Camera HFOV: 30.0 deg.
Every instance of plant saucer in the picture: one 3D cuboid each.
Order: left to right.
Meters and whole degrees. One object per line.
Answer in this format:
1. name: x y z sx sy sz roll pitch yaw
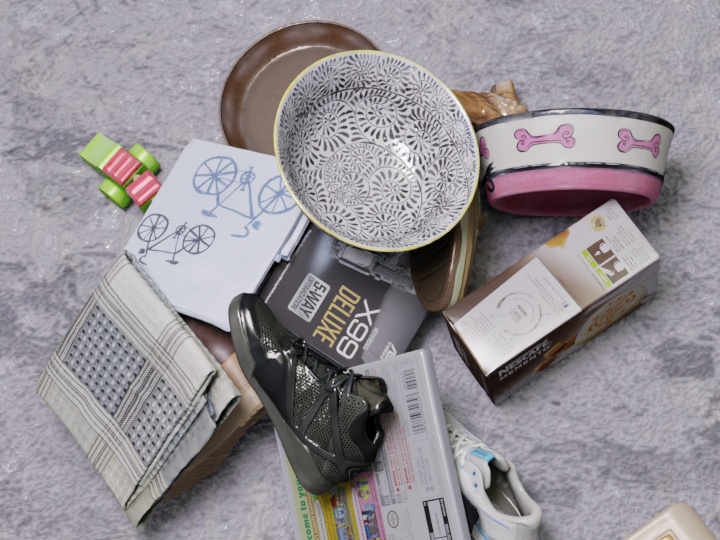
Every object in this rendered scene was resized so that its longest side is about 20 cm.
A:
1. plant saucer: -0.058 -0.183 1.488 0.198 0.032 0.202 -4 69 10

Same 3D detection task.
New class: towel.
1. towel: -0.223 0.116 1.300 0.200 0.034 0.193 47 113 22

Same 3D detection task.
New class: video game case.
1. video game case: 0.007 0.192 1.272 0.181 0.022 0.202 -17 81 29

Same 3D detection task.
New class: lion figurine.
1. lion figurine: 0.079 -0.172 1.389 0.122 0.199 0.073 18 103 38

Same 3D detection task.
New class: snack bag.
1. snack bag: -0.144 -0.037 1.341 0.187 0.021 0.201 15 65 32

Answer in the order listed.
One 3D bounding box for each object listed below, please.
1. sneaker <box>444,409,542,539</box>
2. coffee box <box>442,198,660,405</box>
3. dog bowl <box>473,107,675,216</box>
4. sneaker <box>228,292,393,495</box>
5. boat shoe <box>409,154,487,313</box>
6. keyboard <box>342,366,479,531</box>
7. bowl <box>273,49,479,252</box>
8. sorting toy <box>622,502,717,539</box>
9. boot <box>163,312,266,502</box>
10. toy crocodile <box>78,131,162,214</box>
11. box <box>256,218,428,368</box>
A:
1. sneaker: 0.103 0.181 1.275 0.075 0.087 0.200 -35 66 -29
2. coffee box: 0.187 0.033 1.309 0.199 0.115 0.080 -33 67 -4
3. dog bowl: 0.208 -0.101 1.322 0.198 0.200 0.075 -1 82 11
4. sneaker: -0.040 0.097 1.235 0.114 0.076 0.201 -28 90 20
5. boat shoe: 0.097 -0.052 1.331 0.071 0.076 0.202 -14 66 45
6. keyboard: 0.021 0.195 1.287 0.039 0.105 0.200 -19 57 -43
7. bowl: 0.006 -0.098 1.280 0.199 0.094 0.203 5 70 -14
8. sorting toy: 0.271 0.336 1.215 0.199 0.037 0.186 -34 66 -3
9. boot: -0.191 0.123 1.352 0.200 0.072 0.167 -43 70 14
10. toy crocodile: -0.234 -0.086 1.468 0.068 0.062 0.200 -45 67 -8
11. box: 0.000 0.000 1.355 0.157 0.050 0.201 34 74 -9
